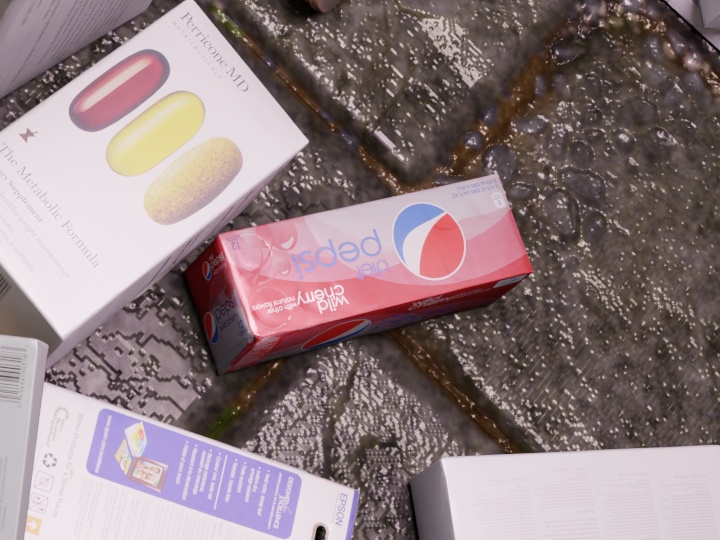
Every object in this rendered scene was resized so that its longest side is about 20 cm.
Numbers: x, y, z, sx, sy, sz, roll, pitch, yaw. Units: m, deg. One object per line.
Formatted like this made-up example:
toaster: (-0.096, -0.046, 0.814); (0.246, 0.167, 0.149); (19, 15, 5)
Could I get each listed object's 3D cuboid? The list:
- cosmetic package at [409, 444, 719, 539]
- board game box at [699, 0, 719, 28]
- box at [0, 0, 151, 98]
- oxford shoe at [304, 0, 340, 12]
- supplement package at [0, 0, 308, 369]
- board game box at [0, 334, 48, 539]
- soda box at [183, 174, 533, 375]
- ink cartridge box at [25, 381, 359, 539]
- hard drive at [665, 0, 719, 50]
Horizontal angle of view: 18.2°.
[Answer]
cosmetic package: (0.137, 0.187, 1.344); (0.198, 0.052, 0.152); (0, 68, -25)
board game box: (0.322, -0.239, 1.555); (0.198, 0.064, 0.149); (3, 68, -26)
box: (-0.206, -0.230, 1.259); (0.171, 0.200, 0.199); (-36, 87, -34)
oxford shoe: (-0.020, -0.254, 1.447); (0.071, 0.071, 0.201); (10, 63, 9)
supplement package: (-0.147, -0.042, 1.265); (0.114, 0.109, 0.200); (49, 58, -1)
board game box: (-0.265, 0.096, 1.123); (0.198, 0.064, 0.149); (8, 87, -4)
soda box: (0.000, 0.000, 1.346); (0.199, 0.063, 0.071); (-14, 76, -30)
ink cartridge box: (-0.102, 0.139, 1.259); (0.199, 0.037, 0.095); (19, 62, -15)
hard drive: (0.309, -0.180, 1.586); (0.200, 0.027, 0.132); (41, 58, -5)
